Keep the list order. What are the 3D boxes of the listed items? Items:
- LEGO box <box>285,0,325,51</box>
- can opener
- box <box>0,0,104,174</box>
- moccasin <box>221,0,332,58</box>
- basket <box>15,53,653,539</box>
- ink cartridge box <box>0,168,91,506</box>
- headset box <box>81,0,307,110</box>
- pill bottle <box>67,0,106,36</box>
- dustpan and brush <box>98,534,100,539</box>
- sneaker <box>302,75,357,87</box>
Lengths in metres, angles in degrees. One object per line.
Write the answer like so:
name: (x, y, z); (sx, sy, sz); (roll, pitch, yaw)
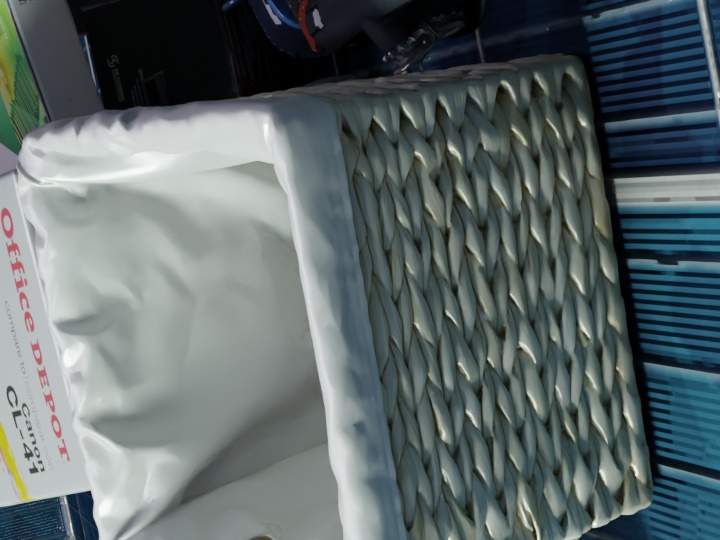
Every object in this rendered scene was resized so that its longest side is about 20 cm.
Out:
LEGO box: (-0.016, -0.216, 1.018); (0.201, 0.077, 0.150); (-118, 22, -47)
can opener: (0.040, -0.123, 0.807); (0.200, 0.063, 0.079); (-19, 99, 58)
box: (-0.193, -0.079, 1.194); (0.199, 0.036, 0.145); (4, 117, 53)
moccasin: (-0.035, -0.173, 1.153); (0.068, 0.080, 0.201); (115, 156, -45)
basket: (-0.011, 0.020, 0.926); (0.197, 0.160, 0.202); (-1, 103, 53)
ink cartridge box: (-0.147, 0.030, 1.080); (0.200, 0.085, 0.149); (-17, 87, 59)
headset box: (-0.076, -0.069, 1.233); (0.200, 0.077, 0.150); (-1, -103, -77)
pill bottle: (-0.139, -0.189, 1.273); (0.114, 0.198, 0.115); (167, 90, -76)
dustpan and brush: (-0.098, 0.133, 1.164); (0.139, 0.057, 0.202); (-19, 81, 47)
sneaker: (0.000, 0.000, 1.154); (0.100, 0.077, 0.201); (69, -171, -62)
